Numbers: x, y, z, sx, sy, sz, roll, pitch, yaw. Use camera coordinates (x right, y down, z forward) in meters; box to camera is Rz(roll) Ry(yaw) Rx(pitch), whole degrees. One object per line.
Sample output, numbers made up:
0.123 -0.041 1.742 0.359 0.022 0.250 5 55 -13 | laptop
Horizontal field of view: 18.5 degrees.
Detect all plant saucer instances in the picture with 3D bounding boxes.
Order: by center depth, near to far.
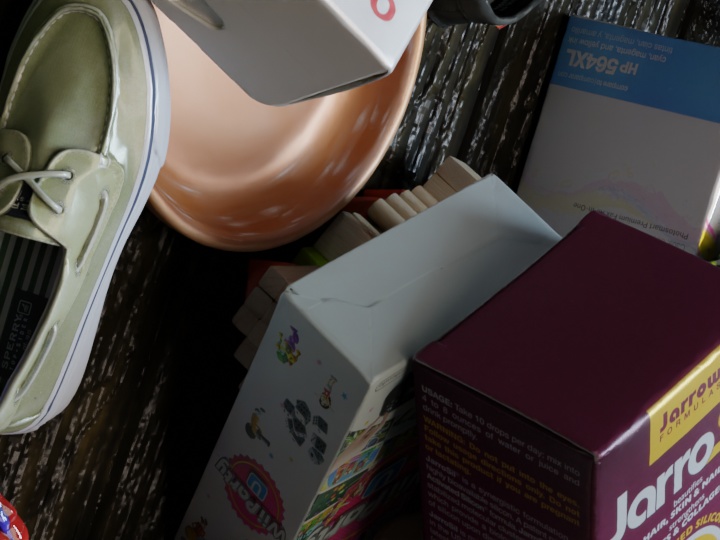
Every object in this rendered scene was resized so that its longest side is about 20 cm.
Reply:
-0.047 -0.109 0.995 0.200 0.037 0.200 -23 121 -44 | plant saucer

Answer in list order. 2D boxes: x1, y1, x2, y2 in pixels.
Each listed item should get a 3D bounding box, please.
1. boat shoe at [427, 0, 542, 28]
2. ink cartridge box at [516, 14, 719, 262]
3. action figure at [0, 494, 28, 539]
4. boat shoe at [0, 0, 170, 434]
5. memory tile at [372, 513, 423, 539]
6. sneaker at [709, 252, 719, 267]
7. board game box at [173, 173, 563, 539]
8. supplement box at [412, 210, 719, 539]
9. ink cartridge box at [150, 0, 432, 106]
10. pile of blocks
0.099 -0.184 1.120 0.201 0.063 0.074 -41 130 -34 | boat shoe
0.165 -0.019 1.208 0.129 0.125 0.200 16 93 -51 | ink cartridge box
-0.187 0.090 0.899 0.065 0.052 0.200 -49 141 -18 | action figure
-0.125 -0.024 0.896 0.062 0.072 0.200 -38 141 -77 | boat shoe
0.087 0.188 1.113 0.153 0.017 0.200 -29 108 -31 | memory tile
0.198 0.018 1.105 0.083 0.072 0.200 39 75 -48 | sneaker
0.003 0.066 1.033 0.148 0.064 0.200 -29 155 -40 | board game box
0.104 0.098 0.989 0.131 0.103 0.200 -37 139 -32 | supplement box
-0.015 -0.189 0.907 0.147 0.083 0.200 43 59 -27 | ink cartridge box
0.000 0.000 1.083 0.200 0.062 0.082 -26 153 -43 | pile of blocks
